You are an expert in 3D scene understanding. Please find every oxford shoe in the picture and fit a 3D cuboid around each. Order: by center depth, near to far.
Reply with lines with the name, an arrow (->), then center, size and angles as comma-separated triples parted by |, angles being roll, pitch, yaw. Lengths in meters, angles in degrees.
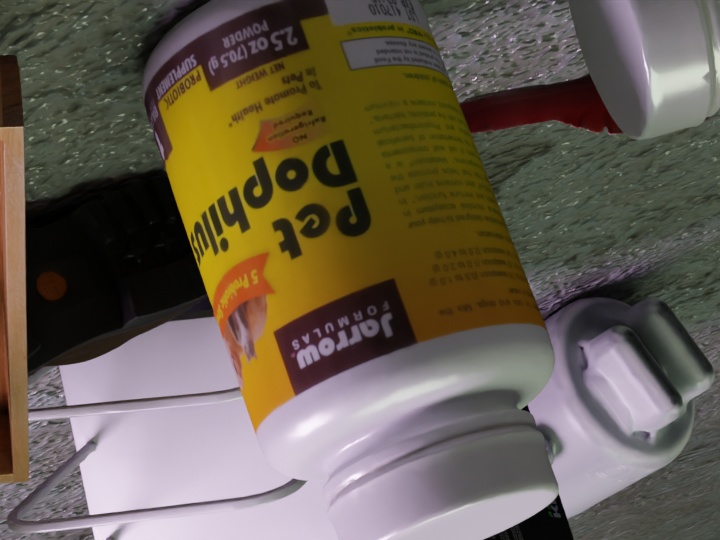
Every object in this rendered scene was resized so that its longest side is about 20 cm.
oxford shoe -> -0.152, 0.020, 0.905 | 0.200, 0.073, 0.084 | -10, 166, -26

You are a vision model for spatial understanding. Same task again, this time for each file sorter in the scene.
file sorter -> -0.068, 0.128, 0.943 | 0.139, 0.200, 0.125 | -7, -169, 17

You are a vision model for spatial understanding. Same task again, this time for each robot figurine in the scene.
robot figurine -> 0.126, 0.091, 1.371 | 0.170, 0.113, 0.200 | -30, 175, -44

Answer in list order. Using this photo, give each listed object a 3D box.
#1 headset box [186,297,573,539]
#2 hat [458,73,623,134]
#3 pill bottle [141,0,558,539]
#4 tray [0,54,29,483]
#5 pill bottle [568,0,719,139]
headset box -> 0.009, 0.078, 1.094 | 0.093, 0.174, 0.200 | -25, 161, 20
hat -> 0.150, -0.113, 0.903 | 0.166, 0.176, 0.200 | -59, -175, 24
pill bottle -> 0.000, 0.000, 0.786 | 0.109, 0.200, 0.109 | -19, 163, -6
tray -> -0.167, 0.007, 0.771 | 0.099, 0.037, 0.200 | -3, 142, -10
pill bottle -> 0.179, -0.115, 0.787 | 0.200, 0.111, 0.111 | -18, 163, -7
